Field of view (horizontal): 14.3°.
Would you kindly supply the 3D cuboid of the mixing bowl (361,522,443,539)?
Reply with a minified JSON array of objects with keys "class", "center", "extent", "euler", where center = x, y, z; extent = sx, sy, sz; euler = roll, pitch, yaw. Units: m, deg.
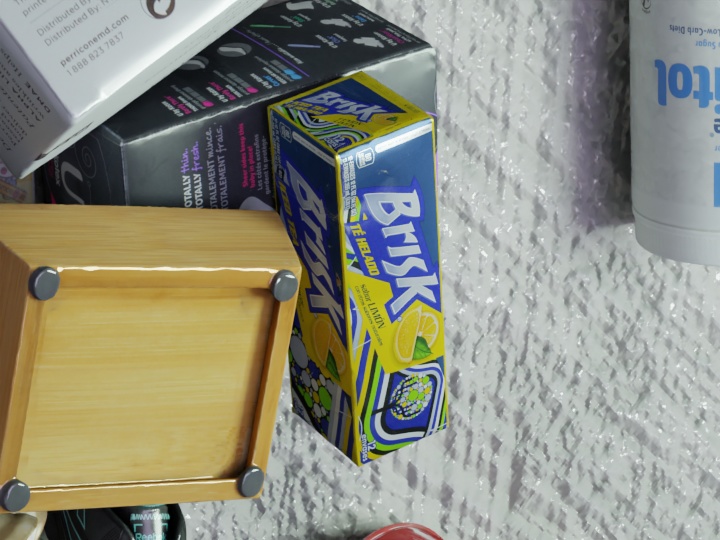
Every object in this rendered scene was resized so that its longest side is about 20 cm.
[{"class":"mixing bowl","center":[0.052,0.260,1.711],"extent":[0.200,0.108,0.201],"euler":[-24,120,-50]}]

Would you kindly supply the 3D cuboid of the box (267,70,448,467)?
[{"class":"box","center":[0.000,0.000,1.537],"extent":[0.064,0.070,0.200],"euler":[-23,127,-26]}]

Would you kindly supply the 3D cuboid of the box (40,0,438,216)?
[{"class":"box","center":[-0.067,-0.062,1.573],"extent":[0.200,0.106,0.122],"euler":[-19,123,-29]}]

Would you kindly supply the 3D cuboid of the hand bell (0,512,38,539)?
[{"class":"hand bell","center":[-0.272,0.094,1.467],"extent":[0.200,0.104,0.104],"euler":[46,75,-7]}]

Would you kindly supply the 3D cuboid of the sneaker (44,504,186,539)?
[{"class":"sneaker","center":[-0.130,0.173,1.561],"extent":[0.075,0.079,0.200],"euler":[-3,65,-32]}]

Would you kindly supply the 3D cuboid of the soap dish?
[{"class":"soap dish","center":[-0.125,0.048,1.449],"extent":[0.200,0.081,0.158],"euler":[0,107,-38]}]

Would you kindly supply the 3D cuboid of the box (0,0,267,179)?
[{"class":"box","center":[-0.144,-0.189,1.434],"extent":[0.199,0.131,0.200],"euler":[-39,94,-21]}]

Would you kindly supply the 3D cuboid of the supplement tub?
[{"class":"supplement tub","center":[0.229,-0.115,1.750],"extent":[0.132,0.132,0.200],"euler":[-13,109,-30]}]

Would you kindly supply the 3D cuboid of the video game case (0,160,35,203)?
[{"class":"video game case","center":[-0.264,-0.019,1.513],"extent":[0.200,0.023,0.182],"euler":[-10,109,-32]}]

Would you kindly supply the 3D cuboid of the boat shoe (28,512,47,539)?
[{"class":"boat shoe","center":[-0.253,0.189,1.556],"extent":[0.069,0.074,0.200],"euler":[37,81,-18]}]
